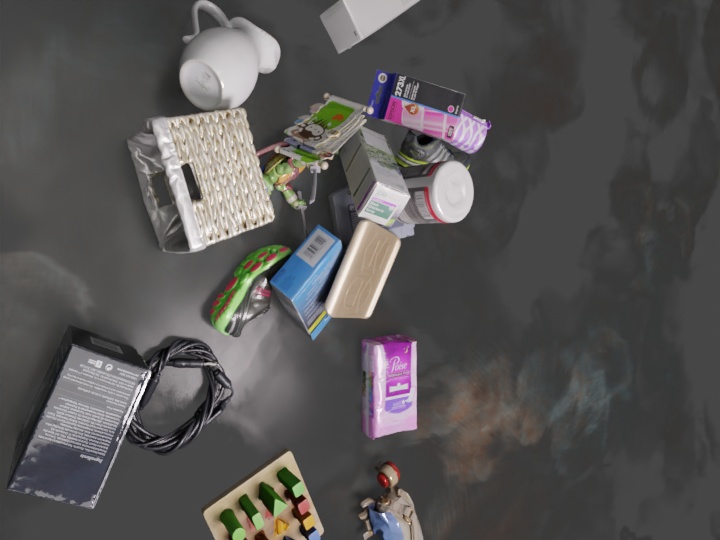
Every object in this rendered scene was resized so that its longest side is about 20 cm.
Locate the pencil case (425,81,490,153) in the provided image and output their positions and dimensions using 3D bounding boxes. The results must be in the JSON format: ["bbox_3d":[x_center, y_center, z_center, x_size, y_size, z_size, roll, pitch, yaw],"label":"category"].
[{"bbox_3d":[0.197,-0.332,1.263,0.195,0.085,0.087,18,54,-29],"label":"pencil case"}]

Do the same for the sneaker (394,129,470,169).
[{"bbox_3d":[0.167,-0.256,1.244,0.194,0.074,0.083,-3,126,-32],"label":"sneaker"}]

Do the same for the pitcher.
[{"bbox_3d":[-0.241,-0.367,0.961,0.170,0.121,0.203,36,41,-11],"label":"pitcher"}]

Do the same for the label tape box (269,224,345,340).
[{"bbox_3d":[-0.087,0.029,1.107,0.144,0.065,0.202,-51,159,-17],"label":"label tape box"}]

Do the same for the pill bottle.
[{"bbox_3d":[0.117,-0.149,1.119,0.108,0.197,0.116,-3,95,-35],"label":"pill bottle"}]

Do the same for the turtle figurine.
[{"bbox_3d":[-0.091,-0.176,1.071,0.195,0.197,0.146,-48,149,-23],"label":"turtle figurine"}]

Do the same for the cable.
[{"bbox_3d":[-0.327,0.222,1.002,0.198,0.050,0.167,-37,111,-24],"label":"cable"}]

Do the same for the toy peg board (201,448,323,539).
[{"bbox_3d":[-0.168,0.495,1.090,0.196,0.097,0.205,-28,107,-26],"label":"toy peg board"}]

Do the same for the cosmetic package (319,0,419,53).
[{"bbox_3d":[0.028,-0.528,1.138,0.199,0.106,0.086,-41,112,-24],"label":"cosmetic package"}]

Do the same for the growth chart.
[{"bbox_3d":[-0.068,-0.256,1.031,0.202,0.141,0.018,-54,148,-33],"label":"growth chart"}]

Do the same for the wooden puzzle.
[{"bbox_3d":[0.000,0.000,1.129,0.199,0.045,0.191,16,97,-66],"label":"wooden puzzle"}]

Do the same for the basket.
[{"bbox_3d":[-0.262,-0.148,0.933,0.157,0.198,0.205,-22,104,-29],"label":"basket"}]

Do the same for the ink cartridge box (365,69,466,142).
[{"bbox_3d":[0.111,-0.340,1.175,0.193,0.037,0.098,18,98,6],"label":"ink cartridge box"}]

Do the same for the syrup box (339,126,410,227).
[{"bbox_3d":[0.023,-0.186,1.103,0.077,0.204,0.082,15,130,-29],"label":"syrup box"}]

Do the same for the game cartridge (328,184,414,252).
[{"bbox_3d":[0.025,-0.124,1.204,0.194,0.040,0.139,-14,104,-30],"label":"game cartridge"}]

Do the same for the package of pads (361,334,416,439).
[{"bbox_3d":[0.062,0.246,1.227,0.117,0.075,0.209,-3,95,-33],"label":"package of pads"}]

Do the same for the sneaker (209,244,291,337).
[{"bbox_3d":[-0.198,0.035,1.066,0.201,0.076,0.084,-51,133,-15],"label":"sneaker"}]

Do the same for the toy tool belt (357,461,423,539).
[{"bbox_3d":[0.054,0.528,1.215,0.121,0.123,0.207,-28,106,-35],"label":"toy tool belt"}]

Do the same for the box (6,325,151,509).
[{"bbox_3d":[-0.420,0.208,0.858,0.121,0.198,0.203,24,81,-27],"label":"box"}]
